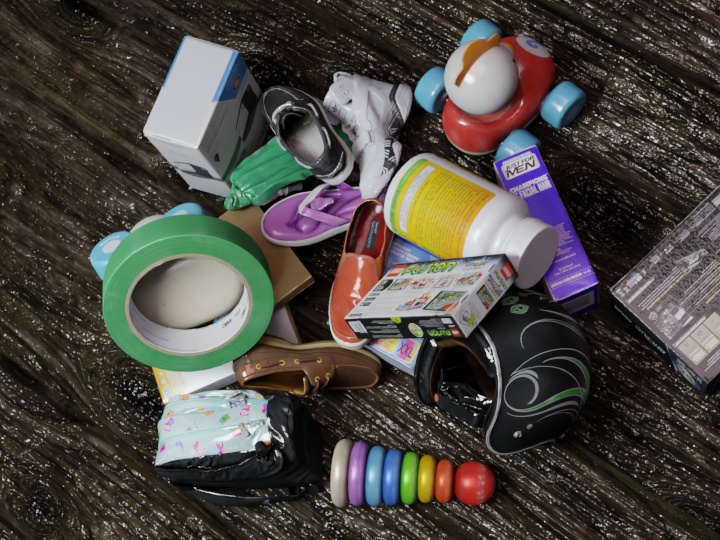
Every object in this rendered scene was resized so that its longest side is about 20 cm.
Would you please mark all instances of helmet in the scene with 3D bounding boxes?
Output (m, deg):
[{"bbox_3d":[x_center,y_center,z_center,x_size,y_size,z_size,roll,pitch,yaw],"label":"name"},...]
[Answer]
[{"bbox_3d":[0.182,0.120,1.399,0.200,0.191,0.200,8,100,51],"label":"helmet"}]

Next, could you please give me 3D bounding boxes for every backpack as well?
[{"bbox_3d":[-0.159,0.219,1.483,0.200,0.167,0.127,-6,56,14],"label":"backpack"}]

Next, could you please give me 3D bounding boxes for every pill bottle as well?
[{"bbox_3d":[0.135,-0.056,1.420,0.200,0.111,0.111,31,82,34],"label":"pill bottle"}]

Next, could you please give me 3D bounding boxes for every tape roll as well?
[{"bbox_3d":[-0.203,0.029,1.388,0.200,0.201,0.048,-24,36,5],"label":"tape roll"}]

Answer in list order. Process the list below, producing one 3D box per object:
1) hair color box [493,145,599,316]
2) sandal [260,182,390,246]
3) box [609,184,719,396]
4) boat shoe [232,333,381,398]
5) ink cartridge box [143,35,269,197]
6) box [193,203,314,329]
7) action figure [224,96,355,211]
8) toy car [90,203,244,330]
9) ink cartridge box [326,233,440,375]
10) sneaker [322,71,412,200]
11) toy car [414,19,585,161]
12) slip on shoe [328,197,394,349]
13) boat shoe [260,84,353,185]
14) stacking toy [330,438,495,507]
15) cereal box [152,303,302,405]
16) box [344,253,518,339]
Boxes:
[{"bbox_3d":[0.237,-0.046,1.487,0.065,0.109,0.200,-24,70,4],"label":"hair color box"},{"bbox_3d":[-0.036,-0.088,1.566,0.202,0.050,0.083,-13,55,-11],"label":"sandal"},{"bbox_3d":[0.433,0.023,1.434,0.200,0.086,0.164,-44,69,-3],"label":"box"},{"bbox_3d":[-0.067,0.131,1.483,0.200,0.072,0.068,8,45,-20],"label":"boat shoe"},{"bbox_3d":[-0.199,-0.200,1.583,0.084,0.200,0.145,17,77,15],"label":"ink cartridge box"},{"bbox_3d":[-0.184,0.014,1.569,0.200,0.021,0.164,-37,64,-3],"label":"box"},{"bbox_3d":[-0.105,-0.142,1.599,0.200,0.055,0.118,-35,66,-19],"label":"action figure"},{"bbox_3d":[-0.237,-0.019,1.510,0.177,0.184,0.200,-23,36,5],"label":"toy car"},{"bbox_3d":[0.067,0.022,1.524,0.136,0.076,0.200,27,79,19],"label":"ink cartridge box"},{"bbox_3d":[-0.003,-0.183,1.566,0.115,0.075,0.200,19,56,-8],"label":"sneaker"},{"bbox_3d":[0.173,-0.253,1.516,0.184,0.200,0.177,42,86,20],"label":"toy car"},{"bbox_3d":[0.000,0.000,1.474,0.074,0.061,0.200,9,75,16],"label":"slip on shoe"},{"bbox_3d":[-0.082,-0.189,1.545,0.074,0.060,0.200,-44,53,13],"label":"boat shoe"},{"bbox_3d":[0.067,0.258,1.451,0.200,0.085,0.085,3,74,10],"label":"stacking toy"},{"bbox_3d":[-0.191,0.081,1.579,0.200,0.040,0.144,-25,67,5],"label":"cereal box"},{"bbox_3d":[0.079,0.032,1.370,0.110,0.035,0.200,-46,23,-29],"label":"box"}]
